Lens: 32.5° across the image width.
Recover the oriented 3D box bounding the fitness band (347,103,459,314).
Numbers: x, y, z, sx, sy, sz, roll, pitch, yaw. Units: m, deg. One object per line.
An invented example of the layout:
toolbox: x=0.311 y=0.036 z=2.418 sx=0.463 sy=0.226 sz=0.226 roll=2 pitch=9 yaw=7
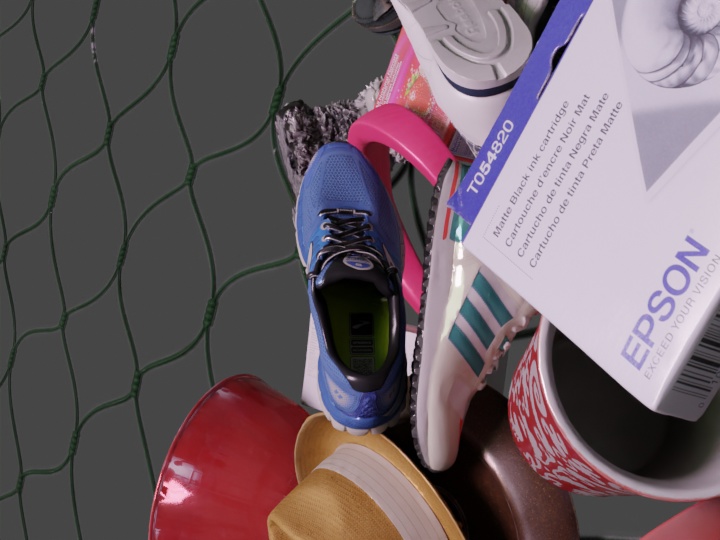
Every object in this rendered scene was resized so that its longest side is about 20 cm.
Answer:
fitness band: x=0.043 y=-0.036 z=0.902 sx=0.144 sy=0.037 sz=0.201 roll=53 pitch=164 yaw=25

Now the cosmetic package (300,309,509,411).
cosmetic package: x=0.030 y=0.083 z=0.968 sx=0.199 sy=0.050 sz=0.084 roll=11 pitch=97 yaw=54

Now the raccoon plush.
raccoon plush: x=0.003 y=-0.099 z=1.044 sx=0.200 sy=0.132 sz=0.098 roll=113 pitch=138 yaw=-76

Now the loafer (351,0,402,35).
loafer: x=0.047 y=-0.251 z=0.994 sx=0.199 sy=0.062 sz=0.073 roll=-20 pitch=68 yaw=51

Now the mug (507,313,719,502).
mug: x=0.163 y=0.078 z=0.681 sx=0.134 sy=0.177 sz=0.200 roll=-51 pitch=-7 yaw=-12

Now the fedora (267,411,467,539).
fedora: x=-0.002 y=0.198 z=0.841 sx=0.200 sy=0.081 sz=0.203 roll=34 pitch=137 yaw=38

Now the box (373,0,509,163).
box: x=0.100 y=-0.181 z=0.879 sx=0.095 sy=0.099 sz=0.202 roll=41 pitch=117 yaw=49

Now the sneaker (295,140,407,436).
sneaker: x=0.000 y=0.000 z=0.811 sx=0.089 sy=0.077 sz=0.202 roll=99 pitch=163 yaw=-65

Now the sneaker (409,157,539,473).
sneaker: x=0.082 y=0.033 z=0.785 sx=0.070 sy=0.092 sz=0.203 roll=-62 pitch=-22 yaw=-86

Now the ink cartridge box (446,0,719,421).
ink cartridge box: x=0.125 y=-0.072 z=0.550 sx=0.200 sy=0.040 sz=0.201 roll=44 pitch=112 yaw=47

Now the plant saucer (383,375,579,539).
plant saucer: x=0.064 y=0.171 z=0.864 sx=0.199 sy=0.034 sz=0.203 roll=18 pitch=115 yaw=43

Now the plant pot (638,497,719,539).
plant pot: x=0.194 y=0.240 z=0.618 sx=0.178 sy=0.199 sz=0.202 roll=50 pitch=123 yaw=33

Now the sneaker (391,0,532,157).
sneaker: x=0.058 y=-0.154 z=0.792 sx=0.081 sy=0.075 sz=0.201 roll=74 pitch=-177 yaw=-47

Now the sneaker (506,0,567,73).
sneaker: x=0.128 y=-0.100 z=0.786 sx=0.092 sy=0.075 sz=0.203 roll=-66 pitch=-34 yaw=-75

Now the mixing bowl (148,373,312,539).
mixing bowl: x=-0.070 y=0.194 z=0.996 sx=0.107 sy=0.200 sz=0.203 roll=12 pitch=94 yaw=26
